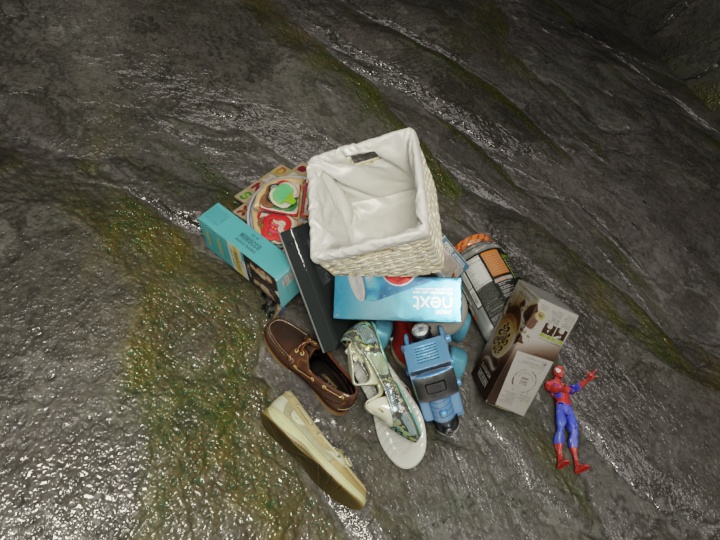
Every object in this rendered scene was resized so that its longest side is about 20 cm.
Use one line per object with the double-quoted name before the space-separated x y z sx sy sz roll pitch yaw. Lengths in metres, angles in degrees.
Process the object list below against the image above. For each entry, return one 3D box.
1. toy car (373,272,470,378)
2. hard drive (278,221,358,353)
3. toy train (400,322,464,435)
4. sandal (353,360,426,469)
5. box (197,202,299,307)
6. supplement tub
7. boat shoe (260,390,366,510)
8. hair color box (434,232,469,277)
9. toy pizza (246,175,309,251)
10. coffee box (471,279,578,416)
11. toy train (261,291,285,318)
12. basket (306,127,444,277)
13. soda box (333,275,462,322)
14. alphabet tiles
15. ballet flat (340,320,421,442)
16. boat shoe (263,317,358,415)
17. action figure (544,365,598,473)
"toy car" 0.133 0.067 0.963 0.182 0.201 0.179 23 47 -6
"hard drive" -0.064 0.019 0.911 0.139 0.032 0.203 -37 108 -71
"toy train" 0.120 0.180 0.879 0.085 0.202 0.115 -14 35 6
"sandal" 0.055 0.221 0.903 0.205 0.082 0.050 66 14 21
"box" -0.191 -0.028 0.940 0.199 0.083 0.049 35 61 23
"supplement tub" 0.264 0.033 1.103 0.120 0.123 0.202 -5 56 -28
"boat shoe" -0.060 0.264 0.808 0.200 0.074 0.063 38 52 17
"hair color box" 0.120 -0.065 1.055 0.100 0.060 0.201 42 8 -37
"toy pizza" -0.110 -0.097 1.006 0.196 0.032 0.204 7 61 -13
"coffee box" 0.283 0.134 0.962 0.079 0.203 0.113 22 13 -8
"toy train" -0.154 0.001 0.999 0.045 0.034 0.203 15 49 -26
"basket" 0.029 -0.096 0.919 0.195 0.161 0.204 -13 64 17
"soda box" 0.059 0.045 0.852 0.196 0.064 0.069 1 85 10
"alphabet tiles" -0.148 -0.149 1.083 0.165 0.006 0.200 30 55 29
"ballet flat" 0.024 0.180 0.848 0.073 0.074 0.203 -15 71 -33
"boat shoe" -0.079 0.146 0.893 0.199 0.071 0.070 40 55 12
"action figure" 0.394 0.254 1.008 0.064 0.100 0.202 17 46 -12
